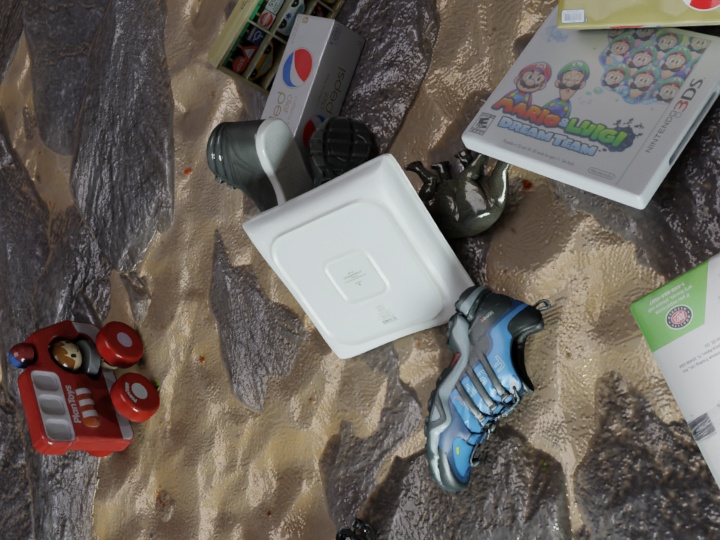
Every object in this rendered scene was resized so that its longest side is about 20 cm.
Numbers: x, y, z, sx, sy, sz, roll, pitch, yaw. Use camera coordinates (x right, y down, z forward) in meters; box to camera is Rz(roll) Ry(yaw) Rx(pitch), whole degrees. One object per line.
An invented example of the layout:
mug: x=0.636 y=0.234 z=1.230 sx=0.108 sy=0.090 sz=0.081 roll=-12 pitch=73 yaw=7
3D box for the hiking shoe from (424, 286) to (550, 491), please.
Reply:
hiking shoe: x=0.118 y=0.119 z=0.857 sx=0.086 sy=0.074 sz=0.202 roll=13 pitch=96 yaw=26

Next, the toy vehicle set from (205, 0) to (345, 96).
toy vehicle set: x=-0.090 y=-0.314 z=1.092 sx=0.026 sy=0.124 sz=0.201 roll=42 pitch=106 yaw=36

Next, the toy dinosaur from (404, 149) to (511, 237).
toy dinosaur: x=0.105 y=-0.073 z=0.933 sx=0.198 sy=0.077 sz=0.103 roll=-16 pitch=83 yaw=29

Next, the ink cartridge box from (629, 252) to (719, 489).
ink cartridge box: x=0.328 y=0.084 z=0.705 sx=0.145 sy=0.084 sz=0.201 roll=-34 pitch=61 yaw=27

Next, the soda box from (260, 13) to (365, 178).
soda box: x=-0.068 y=-0.203 z=1.090 sx=0.068 sy=0.063 sz=0.202 roll=22 pitch=93 yaw=38

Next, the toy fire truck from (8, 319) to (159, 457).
toy fire truck: x=-0.371 y=0.148 z=1.176 sx=0.112 sy=0.167 sz=0.201 roll=-40 pitch=59 yaw=23

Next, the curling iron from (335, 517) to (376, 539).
curling iron: x=-0.057 y=0.309 z=0.991 sx=0.199 sy=0.025 sz=0.050 roll=-21 pitch=46 yaw=38

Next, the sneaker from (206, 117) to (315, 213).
sneaker: x=-0.110 y=-0.094 z=1.028 sx=0.098 sy=0.201 sz=0.071 roll=14 pitch=51 yaw=30

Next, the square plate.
square plate: x=0.000 y=0.000 z=0.928 sx=0.199 sy=0.199 sz=0.029 roll=-21 pitch=24 yaw=32

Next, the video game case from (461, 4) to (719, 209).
video game case: x=0.221 y=-0.162 z=0.841 sx=0.199 sy=0.024 sz=0.183 roll=27 pitch=74 yaw=38

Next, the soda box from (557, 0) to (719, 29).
soda box: x=0.280 y=-0.250 z=0.797 sx=0.198 sy=0.068 sz=0.065 roll=6 pitch=104 yaw=27

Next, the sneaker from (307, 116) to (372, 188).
sneaker: x=-0.025 y=-0.090 z=1.022 sx=0.075 sy=0.080 sz=0.202 roll=3 pitch=54 yaw=-3
